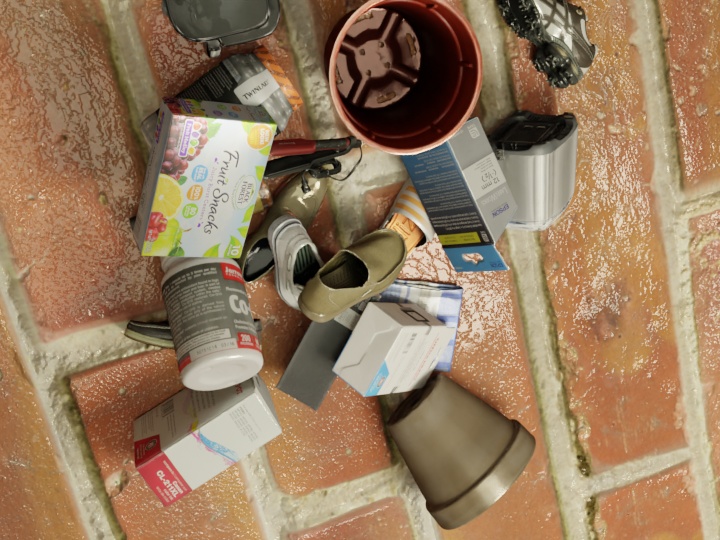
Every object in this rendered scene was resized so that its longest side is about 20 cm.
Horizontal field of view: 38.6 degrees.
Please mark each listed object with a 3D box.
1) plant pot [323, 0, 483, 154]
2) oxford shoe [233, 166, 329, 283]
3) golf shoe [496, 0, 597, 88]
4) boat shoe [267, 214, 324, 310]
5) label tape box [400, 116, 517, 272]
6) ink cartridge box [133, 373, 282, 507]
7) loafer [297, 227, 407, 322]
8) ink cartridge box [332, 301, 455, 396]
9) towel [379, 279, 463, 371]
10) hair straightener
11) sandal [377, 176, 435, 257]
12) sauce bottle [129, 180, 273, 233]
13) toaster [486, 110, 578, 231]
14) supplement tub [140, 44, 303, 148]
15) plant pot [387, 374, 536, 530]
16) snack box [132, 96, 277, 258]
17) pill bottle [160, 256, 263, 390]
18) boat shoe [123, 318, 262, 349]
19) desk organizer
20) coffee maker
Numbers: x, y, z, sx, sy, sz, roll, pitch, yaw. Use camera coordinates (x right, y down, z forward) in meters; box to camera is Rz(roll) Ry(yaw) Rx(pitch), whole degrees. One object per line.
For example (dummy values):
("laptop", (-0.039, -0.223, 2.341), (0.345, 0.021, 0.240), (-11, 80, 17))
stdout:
("plant pot", (0.038, -0.272, 1.365), (0.198, 0.195, 0.203), (-4, 108, -12))
("oxford shoe", (-0.107, -0.060, 1.461), (0.070, 0.075, 0.201), (33, 97, -19))
("golf shoe", (0.266, -0.361, 1.464), (0.094, 0.078, 0.201), (-43, 114, -16))
("boat shoe", (-0.083, 0.009, 1.443), (0.073, 0.067, 0.201), (-35, 145, -10))
("label tape box", (0.145, -0.100, 1.421), (0.066, 0.143, 0.202), (-32, 102, -21))
("ink cartridge box", (-0.222, 0.226, 1.484), (0.199, 0.146, 0.083), (-32, 112, -1))
("loafer", (0.000, 0.000, 1.409), (0.076, 0.068, 0.200), (44, 54, 9))
("ink cartridge box", (0.053, 0.113, 1.499), (0.066, 0.199, 0.117), (34, 102, 25))
("towel", (0.056, 0.084, 1.570), (0.197, 0.024, 0.149), (5, 106, -14))
("hair straightener", (-0.069, -0.149, 1.421), (0.199, 0.041, 0.078), (-18, 134, -45))
("sandal", (0.073, -0.059, 1.502), (0.079, 0.059, 0.208), (34, 90, -17))
("sauce bottle", (-0.222, -0.087, 1.435), (0.198, 0.066, 0.067), (-19, 110, -4))
("toaster", (0.242, -0.141, 1.462), (0.112, 0.200, 0.131), (6, 117, 26))
("supplement tub", (-0.183, -0.204, 1.375), (0.199, 0.123, 0.123), (-37, 111, 1))
("plant pot", (0.140, 0.259, 1.570), (0.200, 0.200, 0.174), (-41, 94, 2))
("snack box", (-0.200, -0.114, 1.313), (0.141, 0.053, 0.202), (0, 124, -31))
("pill bottle", (-0.208, 0.050, 1.403), (0.112, 0.114, 0.202), (-14, 67, -8))
("boat shoe", (-0.238, 0.085, 1.484), (0.197, 0.073, 0.066), (9, 90, -14))
("desk organizer", (-0.043, 0.094, 1.502), (0.071, 0.077, 0.201), (29, 106, -1))
("coffee maker", (-0.158, -0.362, 1.291), (0.191, 0.200, 0.135), (-36, 112, 0))
